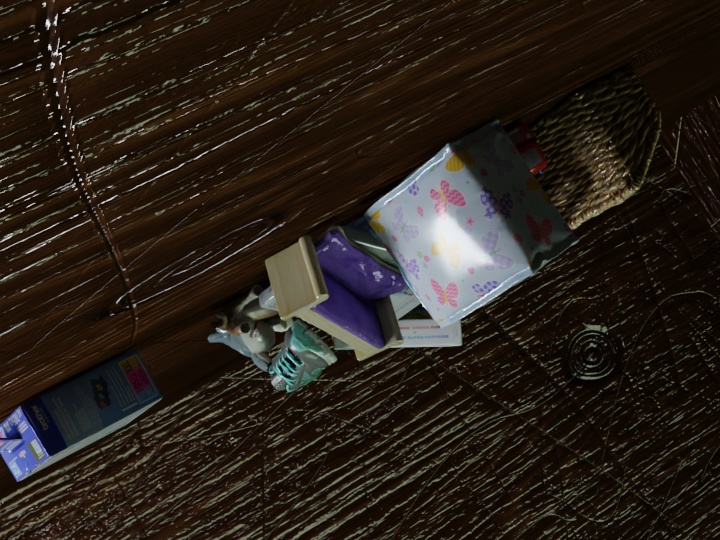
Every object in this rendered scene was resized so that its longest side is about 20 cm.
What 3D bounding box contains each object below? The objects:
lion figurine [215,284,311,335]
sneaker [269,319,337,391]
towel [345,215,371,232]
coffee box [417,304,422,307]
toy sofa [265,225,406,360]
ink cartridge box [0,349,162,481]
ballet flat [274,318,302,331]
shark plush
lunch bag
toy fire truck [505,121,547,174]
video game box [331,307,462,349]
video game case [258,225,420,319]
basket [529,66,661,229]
[{"bbox_3d":[-0.131,0.048,1.594,0.200,0.073,0.122,-11,175,-34],"label":"lion figurine"},{"bbox_3d":[-0.085,0.128,1.612,0.091,0.078,0.200,-45,169,-7],"label":"sneaker"},{"bbox_3d":[0.029,-0.043,1.477,0.200,0.049,0.112,-31,159,33],"label":"towel"},{"bbox_3d":[0.048,0.022,1.829,0.200,0.044,0.123,-3,-163,-32],"label":"coffee box"},{"bbox_3d":[-0.015,0.030,1.388,0.098,0.083,0.200,-27,150,19],"label":"toy sofa"},{"bbox_3d":[-0.363,0.185,1.451,0.200,0.076,0.136,-29,176,-39],"label":"ink cartridge box"},{"bbox_3d":[-0.109,0.055,1.788,0.200,0.069,0.069,-32,176,30],"label":"ballet flat"},{"bbox_3d":[-0.177,0.083,1.723,0.083,0.091,0.200,19,179,-24],"label":"shark plush"},{"bbox_3d":[0.111,-0.045,1.313,0.127,0.170,0.200,-31,175,-46],"label":"lunch bag"},{"bbox_3d":[0.206,-0.101,1.497,0.049,0.141,0.200,-30,176,-6],"label":"toy fire truck"},{"bbox_3d":[0.048,0.083,1.737,0.182,0.047,0.200,-4,-177,-2],"label":"video game box"},{"bbox_3d":[0.003,0.015,1.490,0.200,0.024,0.182,14,143,-36],"label":"video game case"},{"bbox_3d":[0.311,-0.155,1.555,0.143,0.149,0.200,-28,175,-31],"label":"basket"}]
